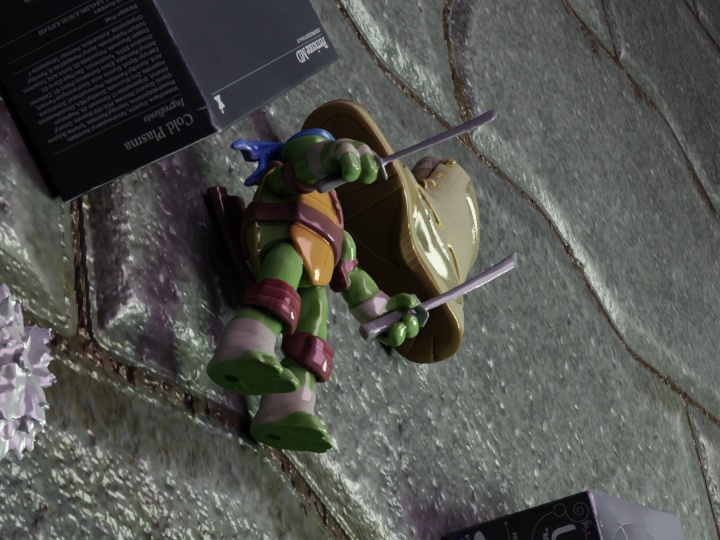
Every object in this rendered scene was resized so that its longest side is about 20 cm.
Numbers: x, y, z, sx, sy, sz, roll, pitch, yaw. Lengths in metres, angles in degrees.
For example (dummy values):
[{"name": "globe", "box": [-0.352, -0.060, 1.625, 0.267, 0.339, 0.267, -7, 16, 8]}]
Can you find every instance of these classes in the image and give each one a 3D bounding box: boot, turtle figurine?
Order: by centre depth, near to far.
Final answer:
[{"name": "turtle figurine", "box": [0.000, 0.000, 0.957, 0.199, 0.144, 0.194, 20, 59, -4]}, {"name": "boot", "box": [0.027, -0.053, 1.187, 0.200, 0.073, 0.156, 61, 24, -21]}]

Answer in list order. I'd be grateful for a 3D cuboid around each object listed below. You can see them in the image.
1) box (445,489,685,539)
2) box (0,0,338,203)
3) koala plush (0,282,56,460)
[{"name": "box", "box": [0.164, 0.240, 1.175, 0.200, 0.115, 0.132, 24, 48, -58]}, {"name": "box", "box": [-0.121, -0.159, 0.914, 0.182, 0.104, 0.200, 64, 24, -8]}, {"name": "koala plush", "box": [-0.200, -0.005, 0.533, 0.200, 0.177, 0.184, 61, 14, -7]}]
